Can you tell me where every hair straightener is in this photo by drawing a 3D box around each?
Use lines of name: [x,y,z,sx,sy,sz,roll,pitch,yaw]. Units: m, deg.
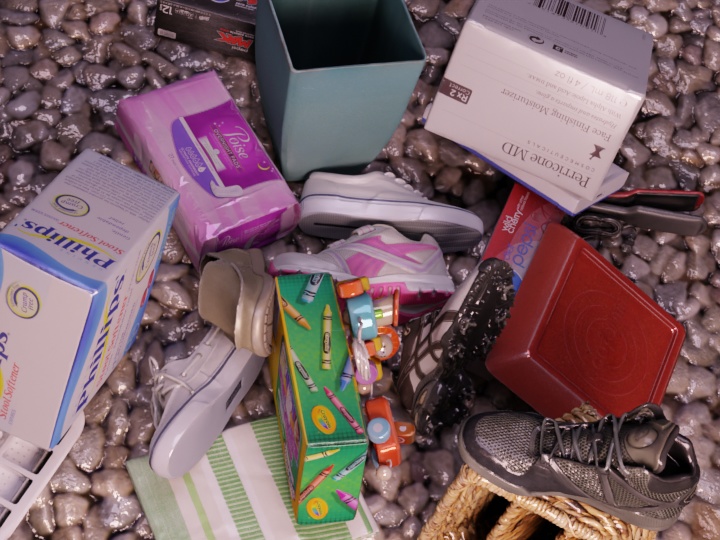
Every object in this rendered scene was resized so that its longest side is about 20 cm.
hair straightener: [0.284,-0.058,1.608,0.197,0.041,0.078,7,57,-9]

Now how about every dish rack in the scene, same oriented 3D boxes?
dish rack: [-0.368,0.152,1.325,0.199,0.044,0.172,28,57,5]

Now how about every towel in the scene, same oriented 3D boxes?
towel: [-0.099,0.214,1.361,0.198,0.023,0.154,-16,62,-20]

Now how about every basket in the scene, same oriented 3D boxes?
basket: [0.156,0.239,1.297,0.148,0.201,0.143,-23,67,-27]

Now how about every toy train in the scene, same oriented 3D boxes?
toy train: [0.022,0.093,1.359,0.055,0.201,0.151,-12,53,-3]

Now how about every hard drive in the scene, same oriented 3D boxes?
hard drive: [0.180,-0.134,1.596,0.199,0.026,0.132,35,33,21]

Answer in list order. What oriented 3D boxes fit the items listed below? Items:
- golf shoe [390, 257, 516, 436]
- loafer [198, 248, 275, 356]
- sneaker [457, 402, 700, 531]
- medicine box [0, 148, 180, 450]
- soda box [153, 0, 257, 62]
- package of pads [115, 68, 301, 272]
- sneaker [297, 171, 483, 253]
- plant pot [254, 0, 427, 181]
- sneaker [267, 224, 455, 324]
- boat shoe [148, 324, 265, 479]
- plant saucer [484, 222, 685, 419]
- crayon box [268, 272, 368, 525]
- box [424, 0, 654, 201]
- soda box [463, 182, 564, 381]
golf shoe: [0.078,0.059,1.399,0.077,0.201,0.095,-6,40,-41]
loafer: [-0.120,0.029,1.390,0.067,0.077,0.200,1,14,-9]
sneaker: [0.181,0.140,1.176,0.197,0.115,0.077,18,53,0]
medicine box: [-0.260,0.023,1.311,0.102,0.183,0.200,24,32,2]
soda box: [-0.127,-0.282,1.643,0.198,0.064,0.071,15,55,-4]
package of pads: [-0.159,-0.107,1.518,0.120,0.076,0.201,-23,66,-23]
sneaker: [0.033,-0.069,1.539,0.198,0.073,0.071,9,60,-7]
plant pot: [-0.036,-0.193,1.522,0.140,0.201,0.142,-7,55,-18]
sneaker: [0.000,0.000,1.490,0.198,0.082,0.089,6,55,-19]
boat shoe: [-0.164,0.110,1.370,0.085,0.075,0.202,20,42,13]
plant saucer: [0.240,0.075,1.475,0.199,0.037,0.201,38,55,-13]
crayon box: [-0.042,0.116,1.348,0.058,0.120,0.201,-3,48,-11]
box: [0.192,-0.202,1.554,0.197,0.132,0.200,23,30,2]
soda box: [0.148,0.009,1.517,0.063,0.070,0.201,24,56,4]
